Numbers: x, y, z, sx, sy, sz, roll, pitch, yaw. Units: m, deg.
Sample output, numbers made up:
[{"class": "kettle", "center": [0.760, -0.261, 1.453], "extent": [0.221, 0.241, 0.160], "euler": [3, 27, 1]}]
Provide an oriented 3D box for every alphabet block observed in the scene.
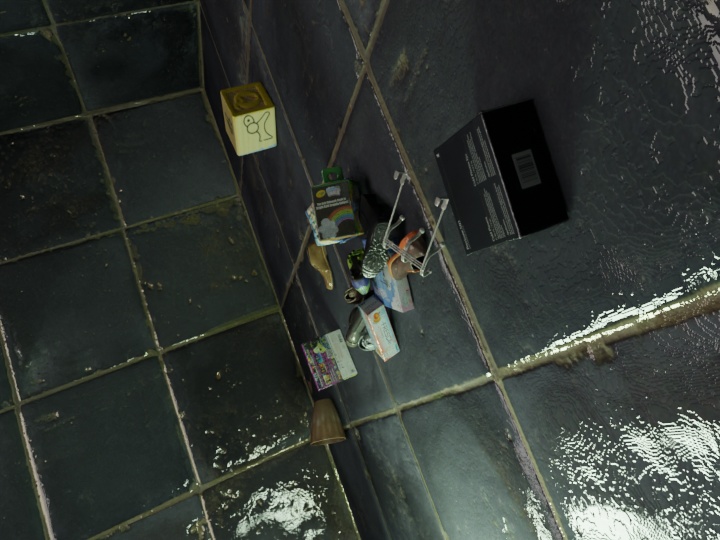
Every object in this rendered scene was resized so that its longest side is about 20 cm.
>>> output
[{"class": "alphabet block", "center": [-0.475, -0.648, 2.454], "extent": [0.199, 0.190, 0.203], "euler": [57, 156, 32]}]

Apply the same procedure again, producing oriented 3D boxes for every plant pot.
[{"class": "plant pot", "center": [-0.176, 0.765, 2.922], "extent": [0.188, 0.180, 0.207], "euler": [114, 149, -63]}]

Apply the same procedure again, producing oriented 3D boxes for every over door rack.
[{"class": "over door rack", "center": [0.130, -0.110, 1.324], "extent": [0.147, 0.065, 0.205], "euler": [36, 130, 35]}]

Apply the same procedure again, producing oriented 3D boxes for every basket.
[{"class": "basket", "center": [-0.071, -0.169, 1.813], "extent": [0.197, 0.137, 0.182], "euler": [-27, 81, 37]}]

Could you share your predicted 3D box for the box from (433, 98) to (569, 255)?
[{"class": "box", "center": [0.230, -0.149, 0.970], "extent": [0.182, 0.101, 0.207], "euler": [160, 92, -71]}]

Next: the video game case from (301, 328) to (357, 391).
[{"class": "video game case", "center": [-0.128, 0.367, 2.370], "extent": [0.205, 0.176, 0.036], "euler": [65, 160, 17]}]

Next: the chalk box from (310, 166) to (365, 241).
[{"class": "chalk box", "center": [-0.067, -0.197, 1.686], "extent": [0.124, 0.120, 0.208], "euler": [-14, -85, -76]}]

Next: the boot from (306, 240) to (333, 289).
[{"class": "boot", "center": [-0.161, -0.016, 2.285], "extent": [0.073, 0.073, 0.207], "euler": [-1, 106, 69]}]

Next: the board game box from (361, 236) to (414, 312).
[{"class": "board game box", "center": [0.076, 0.005, 1.655], "extent": [0.199, 0.042, 0.206], "euler": [-168, 62, -70]}]

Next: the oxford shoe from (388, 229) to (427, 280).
[{"class": "oxford shoe", "center": [0.122, -0.017, 1.464], "extent": [0.074, 0.069, 0.202], "euler": [60, 158, 21]}]

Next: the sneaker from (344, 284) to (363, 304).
[{"class": "sneaker", "center": [-0.030, 0.080, 1.984], "extent": [0.072, 0.073, 0.200], "euler": [68, 161, 10]}]

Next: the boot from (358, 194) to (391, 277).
[{"class": "boot", "center": [0.024, -0.100, 1.578], "extent": [0.201, 0.064, 0.169], "euler": [-119, 44, -57]}]

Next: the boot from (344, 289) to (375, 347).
[{"class": "boot", "center": [0.008, 0.135, 1.912], "extent": [0.185, 0.070, 0.204], "euler": [-81, 6, -48]}]

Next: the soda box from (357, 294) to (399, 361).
[{"class": "soda box", "center": [0.058, 0.179, 1.767], "extent": [0.068, 0.062, 0.204], "euler": [41, 156, 51]}]

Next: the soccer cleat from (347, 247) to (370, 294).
[{"class": "soccer cleat", "center": [-0.001, 0.000, 1.770], "extent": [0.202, 0.063, 0.085], "euler": [-91, -21, -59]}]

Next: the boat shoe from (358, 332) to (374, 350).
[{"class": "boat shoe", "center": [0.038, 0.240, 1.935], "extent": [0.201, 0.070, 0.072], "euler": [141, 110, -71]}]
